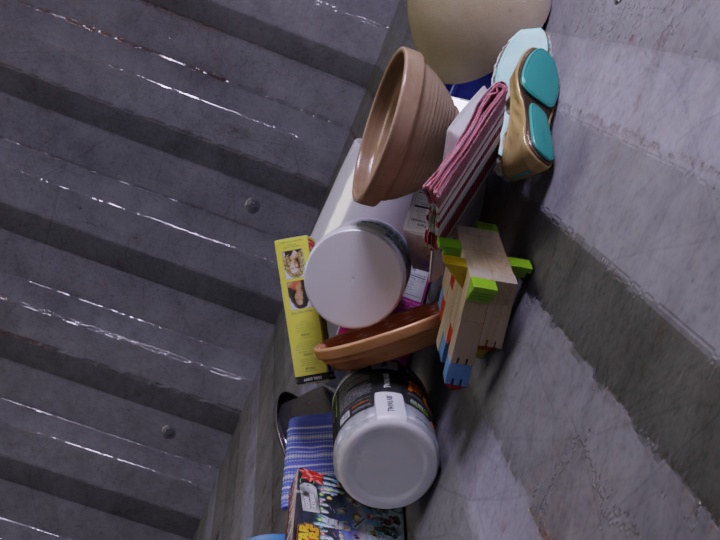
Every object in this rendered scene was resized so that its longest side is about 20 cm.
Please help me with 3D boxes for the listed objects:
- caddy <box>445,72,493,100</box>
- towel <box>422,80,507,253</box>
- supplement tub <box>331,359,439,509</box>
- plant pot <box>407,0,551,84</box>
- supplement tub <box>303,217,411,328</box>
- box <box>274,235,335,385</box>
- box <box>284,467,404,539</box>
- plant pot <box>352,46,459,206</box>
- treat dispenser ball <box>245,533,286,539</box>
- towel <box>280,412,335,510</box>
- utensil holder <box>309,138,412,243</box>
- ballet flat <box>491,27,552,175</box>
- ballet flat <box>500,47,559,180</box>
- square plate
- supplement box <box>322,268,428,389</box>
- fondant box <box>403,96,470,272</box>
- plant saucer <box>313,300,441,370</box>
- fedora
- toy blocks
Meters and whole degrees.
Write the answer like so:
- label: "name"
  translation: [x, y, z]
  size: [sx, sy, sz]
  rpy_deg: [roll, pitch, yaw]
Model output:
- label: "caddy"
  translation: [0.140, -0.258, 1.663]
  size: [0.200, 0.105, 0.142]
  rpy_deg: [119, 168, -45]
- label: "towel"
  translation: [0.113, -0.107, 1.223]
  size: [0.144, 0.023, 0.200]
  rpy_deg: [-56, -12, -12]
- label: "supplement tub"
  translation: [0.026, 0.185, 1.340]
  size: [0.200, 0.122, 0.123]
  rpy_deg: [-96, 27, -70]
- label: "plant pot"
  translation: [0.141, -0.374, 1.533]
  size: [0.200, 0.134, 0.201]
  rpy_deg: [-27, 37, 23]
- label: "supplement tub"
  translation: [0.000, 0.000, 1.490]
  size: [0.200, 0.132, 0.132]
  rpy_deg: [-58, -11, -82]
- label: "box"
  translation: [-0.076, 0.056, 1.545]
  size: [0.075, 0.050, 0.201]
  rpy_deg: [36, -136, -82]
- label: "box"
  translation: [-0.017, 0.313, 1.277]
  size: [0.200, 0.137, 0.040]
  rpy_deg: [-91, 20, -65]
- label: "plant pot"
  translation: [0.063, -0.168, 1.390]
  size: [0.201, 0.092, 0.201]
  rpy_deg: [-163, 90, -81]
- label: "treat dispenser ball"
  translation: [-0.104, 0.423, 1.359]
  size: [0.201, 0.200, 0.201]
  rpy_deg: [-160, 90, -81]
- label: "towel"
  translation: [-0.033, 0.251, 1.518]
  size: [0.200, 0.144, 0.024]
  rpy_deg: [-91, -6, -63]
- label: "utensil holder"
  translation: [0.023, -0.093, 1.839]
  size: [0.170, 0.170, 0.200]
  rpy_deg: [-100, 34, -73]
- label: "ballet flat"
  translation: [0.191, -0.205, 1.388]
  size: [0.072, 0.072, 0.201]
  rpy_deg: [132, 157, -67]
- label: "ballet flat"
  translation: [0.189, -0.184, 1.303]
  size: [0.063, 0.069, 0.200]
  rpy_deg: [-33, 32, 38]
- label: "square plate"
  translation: [0.130, -0.109, 1.393]
  size: [0.200, 0.028, 0.199]
  rpy_deg: [-52, -28, -60]
- label: "supplement box"
  translation: [0.026, 0.079, 1.645]
  size: [0.101, 0.103, 0.200]
  rpy_deg: [126, 163, -65]
- label: "fondant box"
  translation: [0.115, -0.111, 1.511]
  size: [0.144, 0.058, 0.201]
  rpy_deg: [69, -143, -68]
- label: "plant saucer"
  translation: [0.041, 0.081, 1.386]
  size: [0.200, 0.200, 0.038]
  rpy_deg: [-178, 69, -81]
- label: "fedora"
  translation: [-0.048, 0.249, 1.665]
  size: [0.090, 0.177, 0.200]
  rpy_deg: [-34, 37, 12]
- label: "toy blocks"
  translation: [0.121, 0.042, 1.228]
  size: [0.200, 0.100, 0.137]
  rpy_deg: [-93, 13, -67]
